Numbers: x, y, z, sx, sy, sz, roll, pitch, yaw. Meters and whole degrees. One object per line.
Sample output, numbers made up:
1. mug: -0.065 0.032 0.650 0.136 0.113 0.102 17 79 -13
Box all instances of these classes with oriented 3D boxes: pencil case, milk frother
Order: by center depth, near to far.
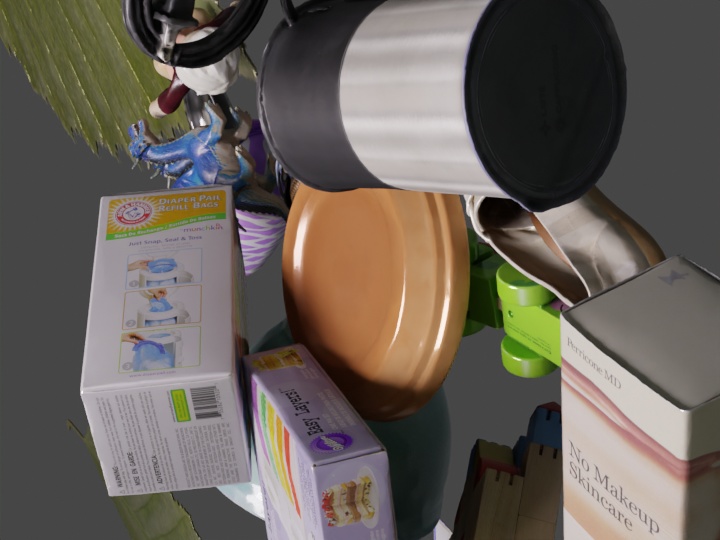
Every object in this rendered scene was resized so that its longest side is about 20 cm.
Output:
1. milk frother: 0.003 -0.118 0.711 0.187 0.199 0.183 7 109 53
2. pencil case: -0.102 -0.058 1.215 0.200 0.083 0.086 136 131 -66

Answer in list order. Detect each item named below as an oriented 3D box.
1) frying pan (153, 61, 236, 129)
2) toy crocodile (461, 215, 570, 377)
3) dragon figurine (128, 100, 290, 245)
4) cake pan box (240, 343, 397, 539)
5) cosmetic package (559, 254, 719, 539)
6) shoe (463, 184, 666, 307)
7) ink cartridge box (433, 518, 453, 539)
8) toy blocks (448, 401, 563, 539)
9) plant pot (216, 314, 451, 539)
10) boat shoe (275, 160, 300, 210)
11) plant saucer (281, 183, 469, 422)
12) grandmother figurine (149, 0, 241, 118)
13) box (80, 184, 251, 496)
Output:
1. frying pan: -0.158 -0.154 1.315 0.190 0.031 0.116 42 147 55
2. toy crocodile: 0.093 0.014 0.856 0.199 0.061 0.068 29 136 52
3. dragon figurine: -0.114 -0.066 1.084 0.100 0.059 0.200 -51 61 25
4. cake pan box: -0.022 0.169 0.855 0.184 0.052 0.202 -131 32 -66
5. cosmetic package: 0.168 0.109 0.716 0.103 0.087 0.202 41 146 49
6. shoe: 0.098 -0.039 0.786 0.200 0.053 0.070 48 151 41
7. ink cartridge box: 0.128 0.311 1.065 0.200 0.043 0.200 45 149 40
8. toy blocks: 0.095 0.173 0.914 0.201 0.099 0.138 103 -179 -60
9. plant pot: -0.014 0.101 1.041 0.200 0.199 0.135 39 119 50
10. boat shoe: -0.025 -0.076 1.016 0.200 0.072 0.073 50 153 38
11. plant saucer: 0.000 0.000 0.892 0.199 0.037 0.203 1 91 57
12. grandmother figurine: -0.139 -0.179 1.126 0.060 0.122 0.200 27 -178 -16
13. box: -0.134 0.045 0.960 0.201 0.100 0.113 -96 2 -47
